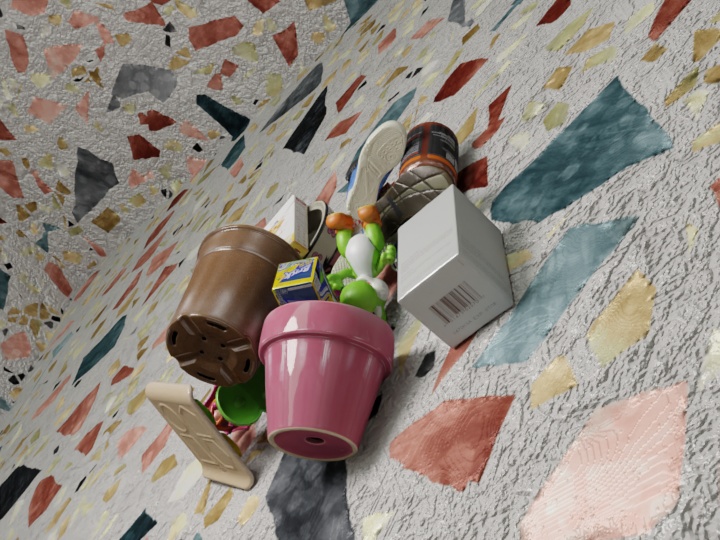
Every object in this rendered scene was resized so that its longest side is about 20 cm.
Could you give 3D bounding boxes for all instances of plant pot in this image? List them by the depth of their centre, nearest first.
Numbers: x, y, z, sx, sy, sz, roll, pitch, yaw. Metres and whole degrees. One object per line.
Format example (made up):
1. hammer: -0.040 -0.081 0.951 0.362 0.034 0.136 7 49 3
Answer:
1. plant pot: -0.057 0.167 1.297 0.200 0.200 0.179 -27 45 45
2. plant pot: -0.203 0.065 1.438 0.200 0.200 0.198 -32 23 37

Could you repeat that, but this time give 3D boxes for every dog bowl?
1. dog bowl: -0.100 -0.030 1.692 0.200 0.074 0.200 -45 23 25

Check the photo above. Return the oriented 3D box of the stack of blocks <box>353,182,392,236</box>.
1. stack of blocks: 0.010 -0.063 1.712 0.200 0.059 0.115 -45 21 12

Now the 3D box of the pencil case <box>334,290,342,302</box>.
1. pencil case: -0.088 0.096 1.606 0.200 0.088 0.088 -42 22 21

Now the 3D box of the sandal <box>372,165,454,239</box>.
1. sandal: 0.085 -0.114 1.516 0.055 0.082 0.200 -23 -12 -46

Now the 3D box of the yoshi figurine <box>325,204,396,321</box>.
1. yoshi figurine: -0.001 -0.003 1.467 0.112 0.112 0.200 -31 66 60

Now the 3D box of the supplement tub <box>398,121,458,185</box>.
1. supplement tub: 0.122 -0.178 1.623 0.107 0.107 0.200 -37 23 29

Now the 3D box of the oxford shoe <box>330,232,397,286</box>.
1. oxford shoe: 0.028 -0.030 1.588 0.200 0.075 0.058 -44 -23 -23

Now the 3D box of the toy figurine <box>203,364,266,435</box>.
1. toy figurine: -0.212 0.231 1.554 0.184 0.150 0.200 -46 1 41

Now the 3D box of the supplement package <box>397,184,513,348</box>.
1. supplement package: 0.132 -0.009 1.298 0.117 0.117 0.200 -40 23 25

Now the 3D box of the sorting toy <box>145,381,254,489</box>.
1. sorting toy: -0.265 0.268 1.504 0.036 0.200 0.185 -39 18 -30

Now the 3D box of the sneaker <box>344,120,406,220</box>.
1. sneaker: 0.026 -0.201 1.674 0.111 0.077 0.200 -91 20 -60

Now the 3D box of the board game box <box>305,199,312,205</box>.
1. board game box: -0.139 -0.044 1.844 0.200 0.035 0.126 -48 33 -2

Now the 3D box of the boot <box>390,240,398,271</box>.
1. boot: 0.087 -0.012 1.473 0.090 0.073 0.200 -41 13 32

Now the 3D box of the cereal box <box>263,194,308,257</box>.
1. cereal box: -0.154 -0.042 1.666 0.144 0.040 0.200 -47 22 18

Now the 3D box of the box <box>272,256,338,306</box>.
1. box: -0.068 0.077 1.418 0.070 0.200 0.064 -11 36 16
